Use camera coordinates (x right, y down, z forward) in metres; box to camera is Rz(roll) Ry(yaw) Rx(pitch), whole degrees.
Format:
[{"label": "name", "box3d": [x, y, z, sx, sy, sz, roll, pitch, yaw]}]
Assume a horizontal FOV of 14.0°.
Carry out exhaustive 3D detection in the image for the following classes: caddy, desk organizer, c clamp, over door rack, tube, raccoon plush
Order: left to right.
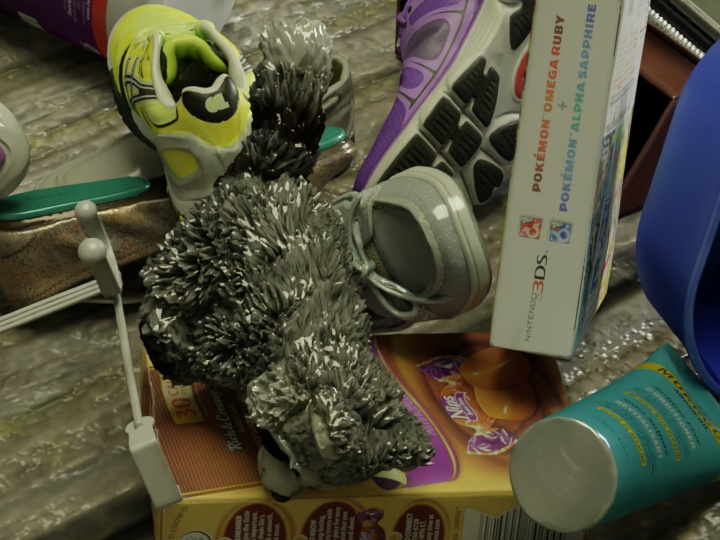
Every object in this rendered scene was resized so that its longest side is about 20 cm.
[{"label": "over door rack", "box3d": [-0.171, 0.051, 1.342, 0.147, 0.067, 0.200, -23, 37, 1]}, {"label": "raccoon plush", "box3d": [-0.022, 0.000, 1.286, 0.096, 0.201, 0.134, -11, 25, -41]}, {"label": "desk organizer", "box3d": [0.107, -0.114, 1.637, 0.077, 0.072, 0.200, -22, 44, -29]}, {"label": "tube", "box3d": [0.129, 0.078, 1.341, 0.078, 0.050, 0.200, 57, 25, 9]}, {"label": "c clamp", "box3d": [0.170, -0.142, 1.648, 0.027, 0.171, 0.200, -45, 69, -5]}, {"label": "caddy", "box3d": [0.222, -0.027, 1.433, 0.141, 0.201, 0.105, 6, 22, -23]}]

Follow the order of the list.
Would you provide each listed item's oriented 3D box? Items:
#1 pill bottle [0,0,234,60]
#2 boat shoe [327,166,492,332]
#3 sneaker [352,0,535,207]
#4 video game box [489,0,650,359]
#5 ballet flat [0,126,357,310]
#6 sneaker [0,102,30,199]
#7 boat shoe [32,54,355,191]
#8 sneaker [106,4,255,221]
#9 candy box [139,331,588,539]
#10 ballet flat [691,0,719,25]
[{"label": "pill bottle", "box3d": [-0.171, -0.194, 1.676, 0.199, 0.113, 0.112, 26, 41, 26]}, {"label": "boat shoe", "box3d": [-0.001, -0.001, 1.409, 0.065, 0.075, 0.202, -25, 8, -25]}, {"label": "sneaker", "box3d": [0.048, -0.105, 1.579, 0.083, 0.081, 0.200, 12, 64, 39]}, {"label": "video game box", "box3d": [0.105, -0.064, 1.419, 0.047, 0.183, 0.200, 7, 9, 8]}, {"label": "ballet flat", "box3d": [-0.095, -0.022, 1.490, 0.199, 0.068, 0.068, -13, 17, -11]}, {"label": "sneaker", "box3d": [-0.216, -0.076, 1.506, 0.099, 0.075, 0.200, -14, 16, -36]}, {"label": "boat shoe", "box3d": [-0.086, -0.069, 1.553, 0.199, 0.070, 0.071, -18, 42, -28]}, {"label": "sneaker", "box3d": [-0.081, -0.096, 1.463, 0.075, 0.077, 0.200, -15, 31, -13]}, {"label": "candy box", "box3d": [0.000, 0.085, 1.368, 0.199, 0.057, 0.117, -3, 38, -8]}, {"label": "ballet flat", "box3d": [0.181, -0.190, 1.752, 0.199, 0.064, 0.067, 19, 39, 18]}]
